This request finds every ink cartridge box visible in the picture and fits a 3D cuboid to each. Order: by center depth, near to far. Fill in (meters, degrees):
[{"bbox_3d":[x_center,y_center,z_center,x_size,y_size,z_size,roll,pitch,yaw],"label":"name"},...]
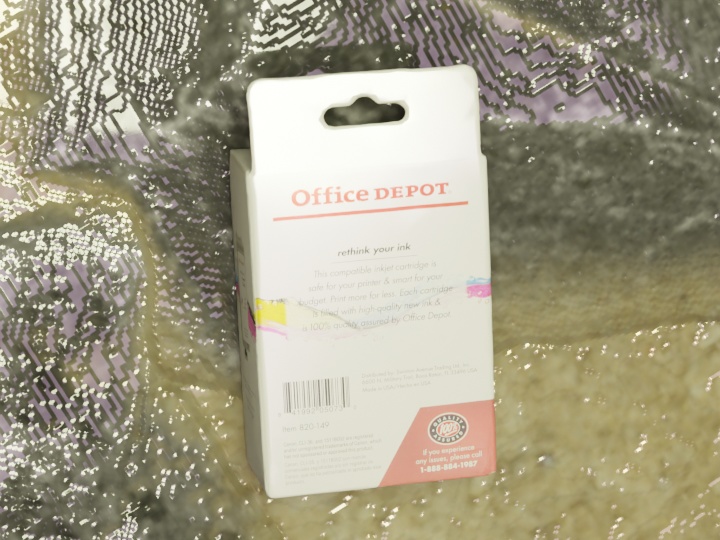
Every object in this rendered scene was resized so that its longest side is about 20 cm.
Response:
[{"bbox_3d":[0.000,0.000,0.988,0.116,0.067,0.201,-5,103,-11],"label":"ink cartridge box"}]
